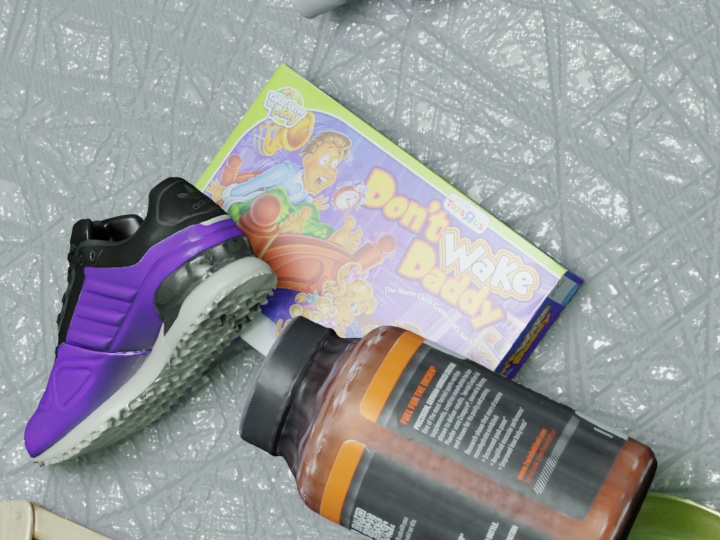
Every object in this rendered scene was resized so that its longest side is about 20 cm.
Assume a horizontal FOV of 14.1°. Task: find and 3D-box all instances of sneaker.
[{"bbox_3d":[-0.129,0.022,1.564,0.200,0.069,0.100,-44,74,35],"label":"sneaker"}]

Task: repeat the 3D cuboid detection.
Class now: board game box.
[{"bbox_3d":[0.000,0.000,1.571,0.200,0.045,0.135,36,93,18],"label":"board game box"}]

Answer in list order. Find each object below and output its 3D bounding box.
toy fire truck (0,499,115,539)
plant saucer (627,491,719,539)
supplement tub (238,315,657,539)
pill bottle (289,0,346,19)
[{"bbox_3d":[-0.198,0.178,1.601,0.200,0.049,0.141,37,93,19],"label":"toy fire truck"},{"bbox_3d":[0.143,0.215,1.505,0.199,0.031,0.201,-3,80,16],"label":"plant saucer"},{"bbox_3d":[0.041,0.095,1.468,0.200,0.107,0.107,26,90,8],"label":"supplement tub"},{"bbox_3d":[0.042,-0.214,1.555,0.200,0.111,0.112,-25,76,11],"label":"pill bottle"}]
